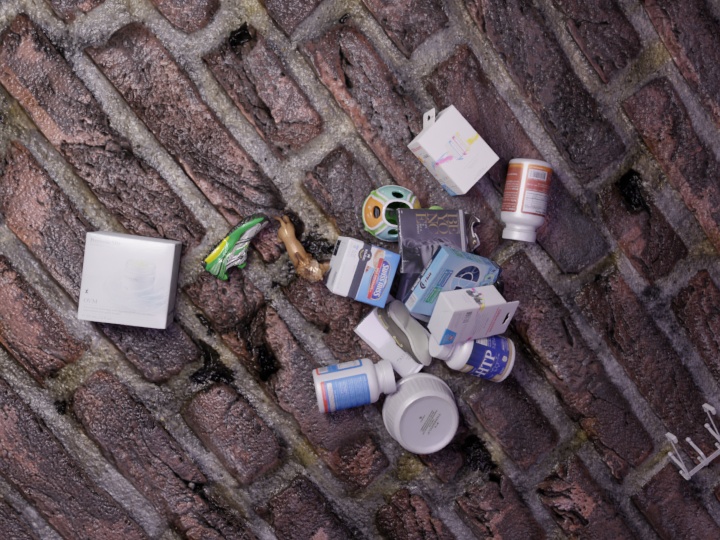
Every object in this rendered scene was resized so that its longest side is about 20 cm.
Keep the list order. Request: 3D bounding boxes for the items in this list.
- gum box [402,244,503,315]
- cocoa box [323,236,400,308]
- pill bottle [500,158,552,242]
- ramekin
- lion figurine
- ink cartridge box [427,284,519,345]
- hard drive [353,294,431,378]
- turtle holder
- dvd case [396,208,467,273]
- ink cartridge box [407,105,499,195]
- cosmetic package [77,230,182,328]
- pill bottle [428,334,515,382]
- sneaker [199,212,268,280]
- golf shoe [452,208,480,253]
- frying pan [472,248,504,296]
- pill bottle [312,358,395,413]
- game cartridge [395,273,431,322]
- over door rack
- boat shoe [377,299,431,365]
[{"bbox_3d":[0.223,0.036,1.518,0.198,0.045,0.171,13,119,-39],"label":"gum box"},{"bbox_3d":[0.000,0.000,1.521,0.130,0.200,0.135,19,91,-10],"label":"cocoa box"},{"bbox_3d":[0.419,-0.177,1.613,0.111,0.112,0.203,8,94,-9],"label":"pill bottle"},{"bbox_3d":[0.160,0.373,1.616,0.199,0.094,0.205,-2,102,-10],"label":"ramekin"},{"bbox_3d":[-0.158,-0.056,1.533,0.072,0.122,0.201,-40,98,-3],"label":"lion figurine"},{"bbox_3d":[0.272,0.104,1.524,0.198,0.068,0.116,-6,133,-27],"label":"ink cartridge box"},{"bbox_3d":[0.096,0.174,1.637,0.200,0.026,0.132,44,88,-9],"label":"hard drive"},{"bbox_3d":[0.097,-0.131,1.559,0.184,0.132,0.142,30,89,-9],"label":"turtle holder"},{"bbox_3d":[0.175,-0.071,1.505,0.198,0.016,0.151,-2,86,-32],"label":"dvd case"},{"bbox_3d":[0.217,-0.302,1.565,0.125,0.129,0.200,-45,98,-2],"label":"ink cartridge box"},{"bbox_3d":[-0.537,0.020,1.486,0.196,0.123,0.203,7,92,-9],"label":"cosmetic package"},{"bbox_3d":[0.280,0.202,1.608,0.198,0.120,0.121,18,92,-16],"label":"pill bottle"},{"bbox_3d":[-0.295,-0.062,1.545,0.200,0.078,0.085,-44,106,6],"label":"sneaker"},{"bbox_3d":[0.254,-0.056,1.591,0.093,0.078,0.203,11,77,-2],"label":"golf shoe"},{"bbox_3d":[0.300,0.002,1.633,0.190,0.031,0.115,49,52,-3],"label":"frying pan"},{"bbox_3d":[-0.015,0.284,1.586,0.197,0.112,0.114,-10,96,-6],"label":"pill bottle"},{"bbox_3d":[0.191,0.068,1.625,0.197,0.041,0.135,14,92,-15],"label":"game cartridge"},{"bbox_3d":[0.924,0.468,1.752,0.147,0.067,0.201,-36,119,-4],"label":"over door rack"},{"bbox_3d":[0.113,0.161,1.595,0.060,0.072,0.203,-16,118,37],"label":"boat shoe"}]
